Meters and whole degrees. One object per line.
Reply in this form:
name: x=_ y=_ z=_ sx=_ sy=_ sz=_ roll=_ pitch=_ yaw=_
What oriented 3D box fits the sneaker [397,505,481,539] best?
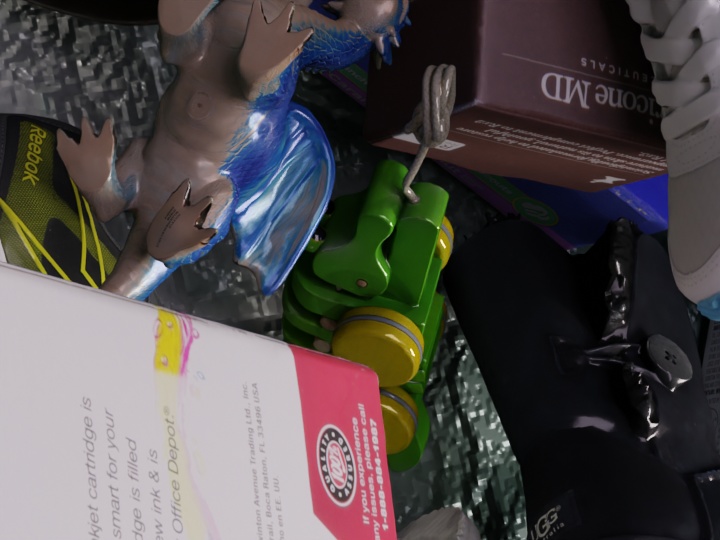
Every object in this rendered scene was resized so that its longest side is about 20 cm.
sneaker: x=0.014 y=0.184 z=0.713 sx=0.100 sy=0.069 sz=0.201 roll=45 pitch=61 yaw=-19

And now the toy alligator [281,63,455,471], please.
toy alligator: x=0.000 y=0.000 z=0.723 sx=0.054 sy=0.201 sz=0.060 roll=11 pitch=51 yaw=8

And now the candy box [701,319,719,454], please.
candy box: x=0.215 y=0.012 z=0.900 sx=0.136 sy=0.061 sz=0.202 roll=24 pitch=69 yaw=-28

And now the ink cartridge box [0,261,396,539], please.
ink cartridge box: x=-0.074 y=0.087 z=0.560 sx=0.199 sy=0.085 sz=0.149 roll=19 pitch=61 yaw=-51

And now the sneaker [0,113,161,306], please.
sneaker: x=-0.093 y=0.040 z=0.692 sx=0.084 sy=0.074 sz=0.202 roll=-15 pitch=89 yaw=-34

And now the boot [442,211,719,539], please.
boot: x=0.128 y=0.065 z=0.775 sx=0.199 sy=0.076 sz=0.169 roll=15 pitch=45 yaw=-29

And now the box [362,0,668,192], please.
box: x=0.065 y=-0.136 z=0.739 sx=0.099 sy=0.075 sz=0.202 roll=10 pitch=79 yaw=-31

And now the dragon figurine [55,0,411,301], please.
dragon figurine: x=-0.044 y=-0.032 z=0.662 sx=0.059 sy=0.099 sz=0.201 roll=25 pitch=87 yaw=18

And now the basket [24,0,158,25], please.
basket: x=-0.089 y=-0.212 z=0.715 sx=0.179 sy=0.136 sz=0.201 roll=30 pitch=61 yaw=-13

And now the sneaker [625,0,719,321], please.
sneaker: x=0.115 y=-0.082 z=0.684 sx=0.080 sy=0.076 sz=0.202 roll=18 pitch=68 yaw=-22

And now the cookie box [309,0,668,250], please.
cookie box: x=0.071 y=-0.137 z=0.830 sx=0.171 sy=0.075 sz=0.201 roll=36 pitch=64 yaw=-22
